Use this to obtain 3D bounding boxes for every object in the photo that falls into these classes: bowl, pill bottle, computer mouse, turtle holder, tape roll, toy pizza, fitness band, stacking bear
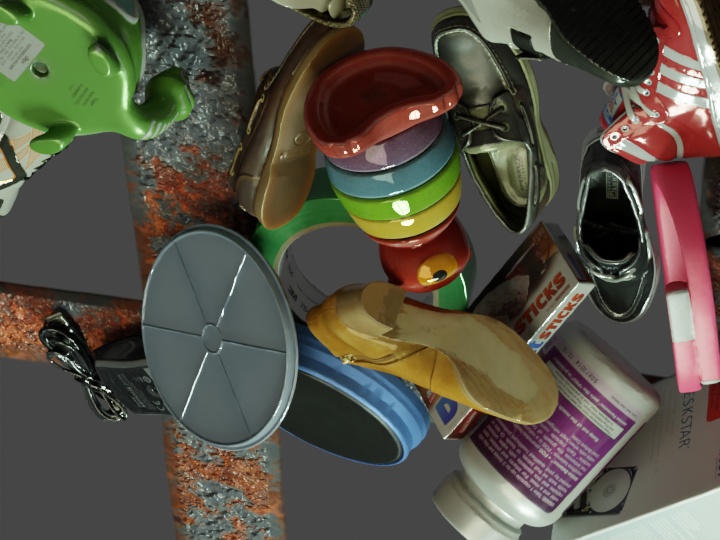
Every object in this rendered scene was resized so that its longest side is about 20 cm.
[{"bbox_3d":[-0.035,0.114,1.777,0.200,0.039,0.201,24,157,11],"label":"bowl"},{"bbox_3d":[0.157,0.149,1.696,0.112,0.112,0.200,39,98,-19],"label":"pill bottle"},{"bbox_3d":[-0.200,0.091,1.851,0.199,0.053,0.139,3,137,36],"label":"computer mouse"},{"bbox_3d":[-0.221,-0.182,1.547,0.185,0.132,0.141,13,133,3],"label":"turtle holder"},{"bbox_3d":[0.000,0.000,1.707,0.200,0.048,0.201,9,134,9],"label":"tape roll"},{"bbox_3d":[-0.119,0.058,1.714,0.200,0.032,0.201,10,105,43],"label":"toy pizza"},{"bbox_3d":[0.260,0.006,1.564,0.037,0.144,0.200,-7,133,8],"label":"fitness band"},{"bbox_3d":[0.034,-0.066,1.551,0.121,0.114,0.200,-26,128,-8],"label":"stacking bear"}]

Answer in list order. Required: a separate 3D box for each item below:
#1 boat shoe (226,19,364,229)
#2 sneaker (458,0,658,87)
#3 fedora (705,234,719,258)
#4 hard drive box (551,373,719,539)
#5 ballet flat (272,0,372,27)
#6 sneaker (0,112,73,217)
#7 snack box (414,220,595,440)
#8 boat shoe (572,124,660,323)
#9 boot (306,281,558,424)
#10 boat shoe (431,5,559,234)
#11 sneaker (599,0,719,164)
[{"bbox_3d":[-0.061,-0.130,1.589,0.070,0.070,0.200,49,128,32],"label":"boat shoe"},{"bbox_3d":[0.135,-0.193,1.453,0.200,0.074,0.089,41,152,16],"label":"sneaker"},{"bbox_3d":[0.360,-0.059,1.494,0.200,0.201,0.092,-2,96,19],"label":"fedora"},{"bbox_3d":[0.273,0.174,1.707,0.200,0.156,0.077,-27,123,34],"label":"hard drive box"},{"bbox_3d":[-0.083,-0.240,1.489,0.199,0.075,0.068,24,120,-5],"label":"ballet flat"},{"bbox_3d":[-0.284,-0.111,1.676,0.080,0.074,0.200,22,135,-6],"label":"sneaker"},{"bbox_3d":[0.118,0.053,1.655,0.024,0.072,0.200,7,132,-41],"label":"snack box"},{"bbox_3d":[0.209,-0.022,1.606,0.071,0.068,0.200,5,133,12],"label":"boat shoe"},{"bbox_3d":[0.058,0.070,1.634,0.201,0.071,0.144,30,163,-10],"label":"boot"},{"bbox_3d":[0.107,-0.115,1.553,0.072,0.066,0.201,-8,129,24],"label":"boat shoe"},{"bbox_3d":[0.221,-0.157,1.476,0.112,0.071,0.200,-9,131,20],"label":"sneaker"}]
